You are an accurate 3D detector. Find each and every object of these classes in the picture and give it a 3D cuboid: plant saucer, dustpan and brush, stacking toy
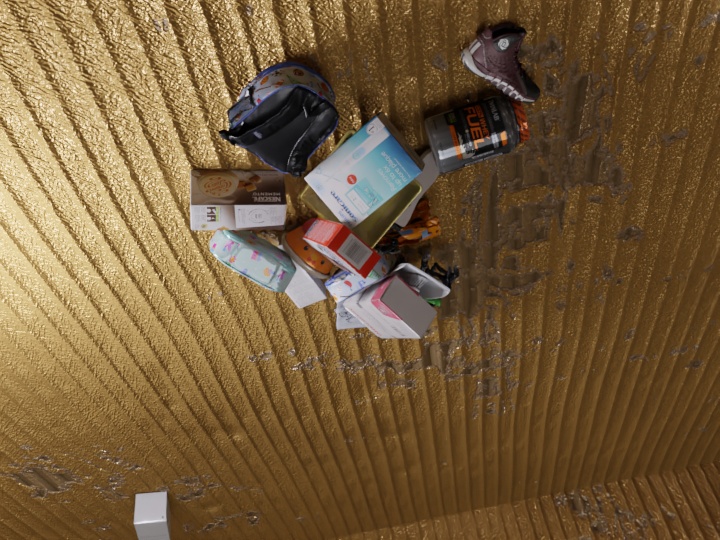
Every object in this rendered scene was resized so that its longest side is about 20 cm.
[{"bbox_3d":[0.002,-0.176,1.578,0.200,0.048,0.200,38,115,-6],"label":"plant saucer"},{"bbox_3d":[0.108,0.035,1.755,0.139,0.057,0.200,31,169,-21],"label":"dustpan and brush"},{"bbox_3d":[-0.075,-0.094,1.690,0.146,0.146,0.200,31,107,-39],"label":"stacking toy"}]

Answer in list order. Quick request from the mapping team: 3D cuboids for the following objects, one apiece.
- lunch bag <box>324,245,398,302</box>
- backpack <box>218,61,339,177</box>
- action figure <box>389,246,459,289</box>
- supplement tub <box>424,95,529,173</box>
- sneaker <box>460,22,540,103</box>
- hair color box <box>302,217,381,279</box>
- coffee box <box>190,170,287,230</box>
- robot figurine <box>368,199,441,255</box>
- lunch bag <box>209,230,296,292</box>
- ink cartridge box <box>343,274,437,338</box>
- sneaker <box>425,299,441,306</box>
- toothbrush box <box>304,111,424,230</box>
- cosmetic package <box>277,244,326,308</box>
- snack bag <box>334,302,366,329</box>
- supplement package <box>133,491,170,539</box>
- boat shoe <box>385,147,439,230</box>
[{"bbox_3d":[0.000,0.000,1.748,0.160,0.200,0.076,-29,97,25],"label":"lunch bag"},{"bbox_3d":[-0.138,-0.299,1.387,0.190,0.155,0.200,-29,144,33],"label":"backpack"},{"bbox_3d":[0.145,-0.010,1.827,0.199,0.119,0.102,11,105,27],"label":"action figure"},{"bbox_3d":[0.241,-0.287,1.511,0.199,0.123,0.123,-18,140,7],"label":"supplement tub"},{"bbox_3d":[0.303,-0.410,1.419,0.199,0.076,0.116,18,129,-30],"label":"sneaker"},{"bbox_3d":[-0.044,-0.050,1.551,0.111,0.200,0.064,40,86,-19],"label":"hair color box"},{"bbox_3d":[-0.263,-0.151,1.561,0.199,0.115,0.080,-1,139,-12],"label":"coffee box"},{"bbox_3d":[0.077,-0.102,1.689,0.199,0.145,0.058,-14,131,-8],"label":"robot figurine"},{"bbox_3d":[-0.247,-0.038,1.650,0.200,0.160,0.077,31,99,-19],"label":"lunch bag"},{"bbox_3d":[0.068,0.092,1.763,0.146,0.083,0.200,42,159,-18],"label":"ink cartridge box"},{"bbox_3d":[0.132,0.112,1.963,0.200,0.085,0.078,-42,141,21],"label":"sneaker"},{"bbox_3d":[0.009,-0.203,1.490,0.200,0.085,0.147,-37,99,20],"label":"toothbrush box"},{"bbox_3d":[-0.164,0.013,1.828,0.082,0.051,0.200,-22,139,10],"label":"cosmetic package"},{"bbox_3d":[0.022,0.102,2.001,0.188,0.021,0.200,-4,140,-9],"label":"snack bag"},{"bbox_3d":[-0.774,0.926,2.717,0.116,0.118,0.200,-1,140,-11],"label":"supplement package"},{"bbox_3d":[0.099,-0.197,1.631,0.075,0.093,0.200,28,97,-45],"label":"boat shoe"}]
